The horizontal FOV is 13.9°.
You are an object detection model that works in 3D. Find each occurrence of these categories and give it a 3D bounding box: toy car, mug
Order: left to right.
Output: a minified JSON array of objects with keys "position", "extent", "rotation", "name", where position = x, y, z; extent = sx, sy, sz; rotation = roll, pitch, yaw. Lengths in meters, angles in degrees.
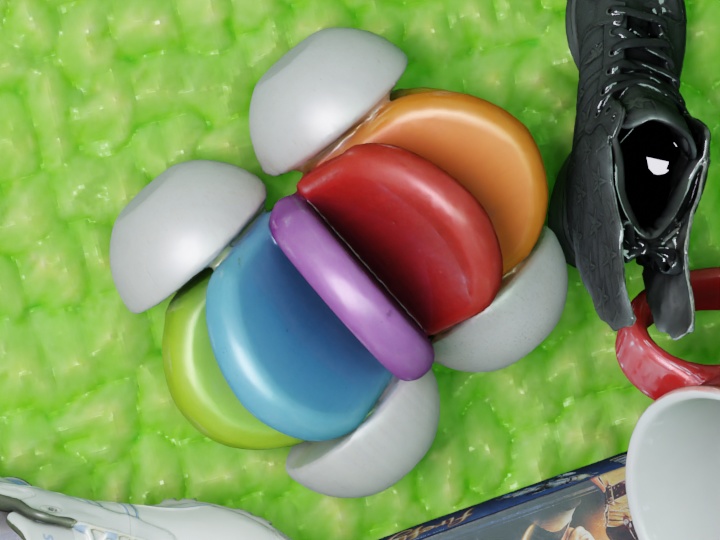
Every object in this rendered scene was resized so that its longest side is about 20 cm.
[{"position":[0.000,0.000,1.317],"extent":[0.200,0.150,0.175],"rotation":[-44,102,-8],"name":"toy car"},{"position":[0.228,0.060,1.365],"extent":[0.200,0.133,0.178],"rotation":[-26,89,-35],"name":"mug"}]

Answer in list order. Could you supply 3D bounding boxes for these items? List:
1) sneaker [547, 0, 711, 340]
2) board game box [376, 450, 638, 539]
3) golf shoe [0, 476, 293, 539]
[{"position":[0.130,-0.067,1.359],"extent":[0.060,0.104,0.200],"rotation":[10,84,-15],"name":"sneaker"},{"position":[0.106,0.166,1.413],"extent":[0.200,0.035,0.136],"rotation":[-19,98,-12],"name":"board game box"},{"position":[-0.119,0.132,1.296],"extent":[0.200,0.097,0.078],"rotation":[9,88,6],"name":"golf shoe"}]
